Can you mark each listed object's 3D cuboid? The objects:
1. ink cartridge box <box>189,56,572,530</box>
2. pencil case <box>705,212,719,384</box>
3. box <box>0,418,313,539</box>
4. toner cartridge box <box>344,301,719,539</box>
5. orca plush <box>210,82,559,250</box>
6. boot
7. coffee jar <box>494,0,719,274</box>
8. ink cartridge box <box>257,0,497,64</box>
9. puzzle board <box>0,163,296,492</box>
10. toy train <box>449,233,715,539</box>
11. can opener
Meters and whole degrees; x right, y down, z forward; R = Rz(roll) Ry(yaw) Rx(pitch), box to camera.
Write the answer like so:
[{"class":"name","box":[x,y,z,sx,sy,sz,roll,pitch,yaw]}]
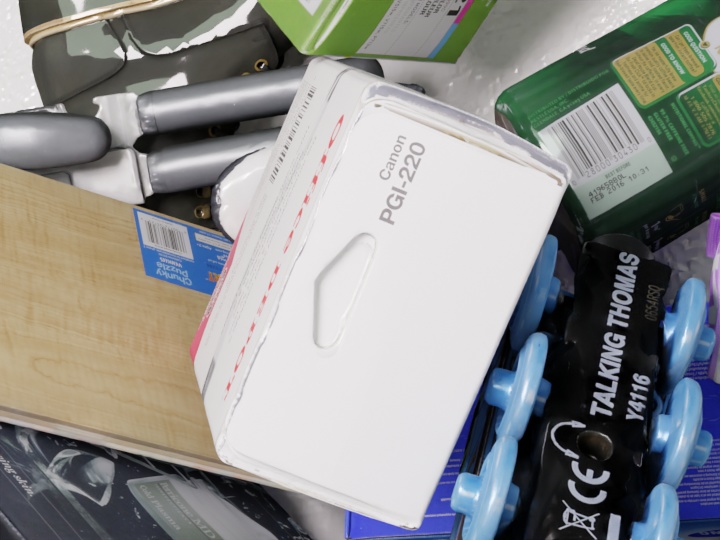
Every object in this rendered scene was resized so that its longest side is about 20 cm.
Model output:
[{"class":"ink cartridge box","box":[0.000,0.000,0.844,0.085,0.200,0.146,22,95,-8]},{"class":"pencil case","box":[0.231,0.016,0.836,0.200,0.084,0.086,9,38,9]},{"class":"box","box":[-0.131,0.130,0.913,0.200,0.197,0.124,43,105,30]},{"class":"toner cartridge box","box":[0.093,0.069,0.928,0.200,0.043,0.095,-6,71,23]},{"class":"orca plush","box":[0.032,-0.041,0.981,0.200,0.071,0.105,-18,101,-4]},{"class":"boot","box":[-0.057,-0.083,1.050,0.200,0.077,0.139,-10,87,13]},{"class":"coffee jar","box":[0.158,-0.080,0.899,0.200,0.104,0.085,-30,76,-2]},{"class":"ink cartridge box","box":[0.022,-0.166,0.978,0.148,0.200,0.076,52,123,28]},{"class":"puzzle board","box":[-0.106,0.023,0.941,0.017,0.200,0.151,-51,38,31]},{"class":"toy train","box":[0.077,0.076,0.801,0.087,0.114,0.200,17,44,0]},{"class":"can opener","box":[-0.085,-0.059,0.994,0.200,0.066,0.053,-9,96,1]}]
